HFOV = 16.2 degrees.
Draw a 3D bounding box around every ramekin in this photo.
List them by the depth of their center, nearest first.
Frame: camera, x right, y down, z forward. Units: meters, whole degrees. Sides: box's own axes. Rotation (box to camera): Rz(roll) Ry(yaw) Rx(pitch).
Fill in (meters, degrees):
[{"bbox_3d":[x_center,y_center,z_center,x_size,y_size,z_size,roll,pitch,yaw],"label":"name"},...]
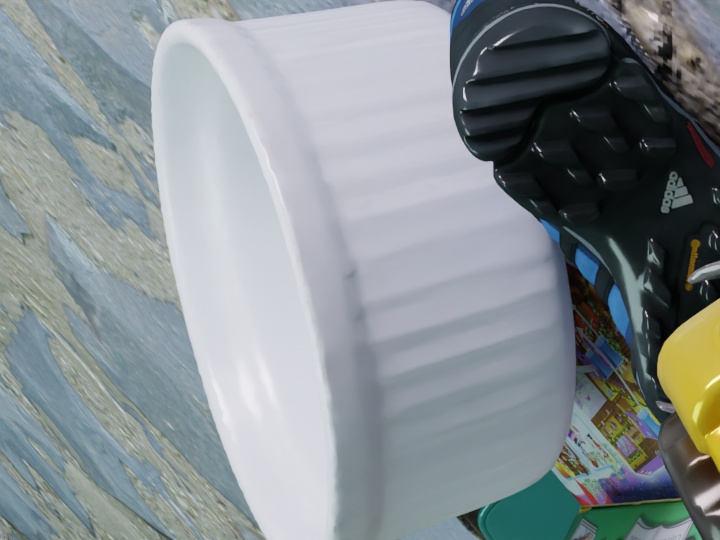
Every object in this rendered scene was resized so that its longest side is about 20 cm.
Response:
[{"bbox_3d":[0.000,0.000,0.898,0.200,0.097,0.202,165,90,-75],"label":"ramekin"}]

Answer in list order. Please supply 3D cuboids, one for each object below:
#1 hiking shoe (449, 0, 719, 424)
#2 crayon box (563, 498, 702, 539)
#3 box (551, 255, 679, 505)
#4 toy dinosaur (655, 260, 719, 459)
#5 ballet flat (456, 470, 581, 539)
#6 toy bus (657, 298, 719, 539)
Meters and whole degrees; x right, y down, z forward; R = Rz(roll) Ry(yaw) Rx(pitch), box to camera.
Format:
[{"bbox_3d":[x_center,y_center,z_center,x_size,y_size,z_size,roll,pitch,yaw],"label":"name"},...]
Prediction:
[{"bbox_3d":[0.097,-0.019,0.802,0.200,0.074,0.087,53,-169,-27],"label":"hiking shoe"},{"bbox_3d":[0.169,0.148,0.905,0.172,0.058,0.200,34,166,-9],"label":"crayon box"},{"bbox_3d":[0.097,0.036,0.944,0.137,0.039,0.200,50,164,-1],"label":"box"},{"bbox_3d":[0.164,0.018,0.722,0.105,0.198,0.182,-106,20,-50],"label":"toy dinosaur"},{"bbox_3d":[0.052,0.074,1.075,0.199,0.068,0.076,30,-148,-36],"label":"ballet flat"},{"bbox_3d":[0.171,0.103,0.600,0.200,0.135,0.192,58,-170,-36],"label":"toy bus"}]
